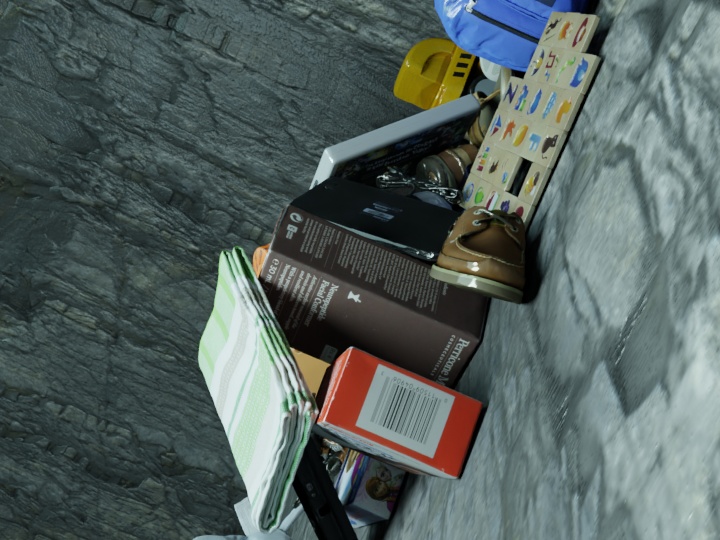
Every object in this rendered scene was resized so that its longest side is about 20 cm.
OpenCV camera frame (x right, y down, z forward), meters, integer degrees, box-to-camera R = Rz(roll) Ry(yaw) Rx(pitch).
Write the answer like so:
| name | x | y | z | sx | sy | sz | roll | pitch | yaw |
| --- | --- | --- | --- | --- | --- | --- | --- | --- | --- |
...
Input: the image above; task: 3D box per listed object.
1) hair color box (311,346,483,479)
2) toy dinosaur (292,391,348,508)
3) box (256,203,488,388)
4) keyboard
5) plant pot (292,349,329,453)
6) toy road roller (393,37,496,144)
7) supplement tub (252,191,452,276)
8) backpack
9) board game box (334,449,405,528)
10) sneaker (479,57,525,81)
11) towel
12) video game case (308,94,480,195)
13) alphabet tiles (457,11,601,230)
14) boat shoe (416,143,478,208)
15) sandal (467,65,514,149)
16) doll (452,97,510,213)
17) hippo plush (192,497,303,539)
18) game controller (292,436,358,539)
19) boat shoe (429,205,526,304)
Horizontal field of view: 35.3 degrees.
| name | x | y | z | sx | sy | sz | roll | pitch | yaw |
| --- | --- | --- | --- | --- | --- | --- | --- | --- | --- |
| hair color box | 0.020 | 0.118 | 0.913 | 0.200 | 0.110 | 0.065 | 125 | 167 | -80 |
| toy dinosaur | -0.038 | 0.177 | 1.196 | 0.136 | 0.101 | 0.202 | -51 | -26 | -35 |
| box | 0.003 | 0.034 | 1.001 | 0.075 | 0.197 | 0.101 | -74 | 7 | -50 |
| keyboard | 0.034 | -0.058 | 1.083 | 0.127 | 0.198 | 0.021 | -35 | -50 | -36 |
| plant pot | -0.029 | 0.103 | 1.375 | 0.140 | 0.199 | 0.202 | -39 | 21 | 43 |
| toy road roller | 0.132 | -0.269 | 1.493 | 0.123 | 0.144 | 0.202 | 121 | 172 | -66 |
| supplement tub | 0.000 | 0.000 | 1.131 | 0.122 | 0.197 | 0.124 | 166 | 90 | -69 |
| backpack | 0.159 | -0.303 | 1.121 | 0.168 | 0.161 | 0.202 | -82 | 16 | -67 |
| board game box | 0.028 | 0.156 | 1.149 | 0.200 | 0.041 | 0.202 | 121 | 172 | -72 |
| sneaker | 0.174 | -0.257 | 1.309 | 0.116 | 0.075 | 0.201 | -66 | 5 | -28 |
| towel | -0.097 | 0.098 | 0.952 | 0.201 | 0.030 | 0.151 | 59 | 140 | 43 |
| video game case | 0.024 | -0.106 | 1.252 | 0.198 | 0.024 | 0.182 | -24 | -20 | -28 |
| alphabet tiles | 0.153 | -0.136 | 1.020 | 0.202 | 0.007 | 0.167 | -67 | 17 | 8 |
| boat shoe | 0.109 | -0.080 | 1.307 | 0.073 | 0.076 | 0.200 | -31 | -17 | -11 |
| sandal | 0.140 | -0.172 | 1.281 | 0.200 | 0.053 | 0.082 | 118 | 152 | -77 |
| doll | 0.126 | -0.088 | 1.158 | 0.137 | 0.048 | 0.202 | -70 | 4 | -61 |
| hippo plush | -0.128 | 0.371 | 1.227 | 0.200 | 0.157 | 0.163 | -121 | 40 | -63 |
| game controller | -0.047 | 0.201 | 1.025 | 0.042 | 0.202 | 0.104 | -28 | 31 | -13 |
| boat shoe | 0.096 | -0.019 | 0.899 | 0.200 | 0.071 | 0.069 | -116 | 45 | -83 |
